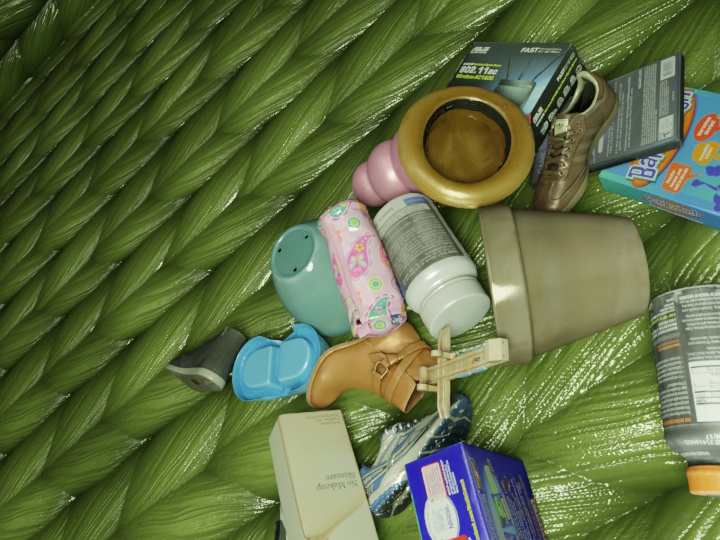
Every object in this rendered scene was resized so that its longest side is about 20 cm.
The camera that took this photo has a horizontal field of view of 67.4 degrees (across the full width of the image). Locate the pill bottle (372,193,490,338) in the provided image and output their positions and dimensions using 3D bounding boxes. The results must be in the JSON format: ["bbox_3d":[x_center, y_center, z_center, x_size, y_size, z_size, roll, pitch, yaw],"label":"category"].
[{"bbox_3d":[0.101,-0.008,0.793,0.113,0.114,0.201,-37,52,15],"label":"pill bottle"}]

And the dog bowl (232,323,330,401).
[{"bbox_3d":[-0.131,0.162,0.912,0.198,0.049,0.113,-20,56,31],"label":"dog bowl"}]

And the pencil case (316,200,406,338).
[{"bbox_3d":[0.000,0.000,0.781,0.087,0.087,0.202,-27,68,22],"label":"pencil case"}]

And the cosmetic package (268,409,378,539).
[{"bbox_3d":[-0.056,0.302,0.747,0.073,0.102,0.201,-64,36,38],"label":"cosmetic package"}]

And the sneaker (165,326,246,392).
[{"bbox_3d":[-0.287,0.167,1.022,0.199,0.075,0.107,-6,44,46],"label":"sneaker"}]

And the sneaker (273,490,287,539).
[{"bbox_3d":[-0.097,0.369,0.789,0.090,0.066,0.201,-44,48,20],"label":"sneaker"}]

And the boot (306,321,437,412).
[{"bbox_3d":[0.016,0.162,0.804,0.154,0.074,0.201,39,96,36],"label":"boot"}]

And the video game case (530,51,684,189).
[{"bbox_3d":[0.331,-0.199,0.737,0.199,0.019,0.144,-13,54,49],"label":"video game case"}]

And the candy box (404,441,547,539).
[{"bbox_3d":[0.139,0.288,0.575,0.077,0.200,0.171,-28,55,23],"label":"candy box"}]

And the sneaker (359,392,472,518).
[{"bbox_3d":[0.067,0.234,0.734,0.200,0.077,0.085,-49,46,5],"label":"sneaker"}]

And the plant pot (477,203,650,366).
[{"bbox_3d":[0.241,0.006,0.656,0.171,0.200,0.202,-9,63,14],"label":"plant pot"}]

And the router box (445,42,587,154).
[{"bbox_3d":[0.223,-0.275,0.845,0.199,0.062,0.151,29,87,49],"label":"router box"}]

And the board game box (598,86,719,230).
[{"bbox_3d":[0.428,-0.140,0.668,0.199,0.045,0.153,33,90,41],"label":"board game box"}]

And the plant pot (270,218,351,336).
[{"bbox_3d":[-0.072,-0.005,0.899,0.198,0.134,0.202,-14,62,29],"label":"plant pot"}]

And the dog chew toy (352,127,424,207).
[{"bbox_3d":[0.069,-0.167,0.891,0.199,0.124,0.126,-22,57,35],"label":"dog chew toy"}]

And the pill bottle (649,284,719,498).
[{"bbox_3d":[0.364,0.125,0.554,0.105,0.106,0.202,-8,65,32],"label":"pill bottle"}]

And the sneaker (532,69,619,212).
[{"bbox_3d":[0.267,-0.165,0.710,0.070,0.075,0.202,15,76,56],"label":"sneaker"}]

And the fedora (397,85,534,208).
[{"bbox_3d":[0.143,-0.161,0.752,0.198,0.082,0.203,-1,65,2],"label":"fedora"}]

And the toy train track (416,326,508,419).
[{"bbox_3d":[0.109,0.114,0.651,0.200,0.032,0.116,135,142,-62],"label":"toy train track"}]
